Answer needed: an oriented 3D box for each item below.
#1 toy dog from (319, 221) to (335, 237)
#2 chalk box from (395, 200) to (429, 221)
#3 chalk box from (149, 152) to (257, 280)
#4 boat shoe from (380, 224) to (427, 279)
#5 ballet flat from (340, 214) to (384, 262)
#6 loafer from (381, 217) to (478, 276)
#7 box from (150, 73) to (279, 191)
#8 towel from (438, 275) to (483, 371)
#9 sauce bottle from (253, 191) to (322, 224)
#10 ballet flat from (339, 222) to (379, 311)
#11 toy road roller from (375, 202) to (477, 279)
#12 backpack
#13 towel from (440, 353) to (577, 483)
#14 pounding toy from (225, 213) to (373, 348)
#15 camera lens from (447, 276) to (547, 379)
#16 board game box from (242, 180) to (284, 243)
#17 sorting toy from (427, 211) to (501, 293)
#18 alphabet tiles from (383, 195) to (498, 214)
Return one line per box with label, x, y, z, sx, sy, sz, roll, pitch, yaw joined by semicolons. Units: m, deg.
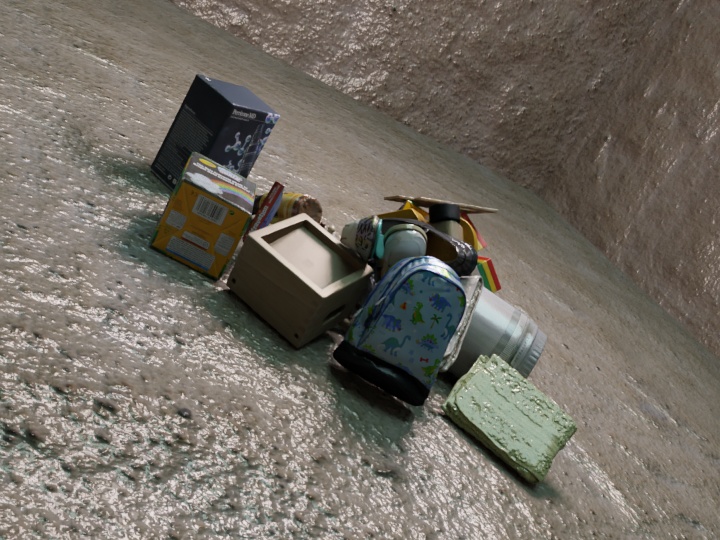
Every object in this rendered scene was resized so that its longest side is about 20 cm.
toy dog;-0.079;-0.063;1.587;0.130;0.097;0.201;27;19;-17
chalk box;0.087;-0.033;1.682;0.123;0.126;0.200;33;-18;-4
chalk box;-0.247;-0.098;1.356;0.123;0.125;0.201;27;18;-14
boat shoe;0.070;-0.004;1.357;0.073;0.201;0.070;0;64;0
ballet flat;0.002;-0.049;1.356;0.072;0.073;0.200;34;-4;7
loafer;0.102;-0.050;1.426;0.197;0.074;0.072;17;-2;27
box;-0.267;-0.237;1.550;0.107;0.202;0.148;39;20;23
towel;0.117;0.083;1.387;0.035;0.131;0.201;62;40;-36
sauce bottle;-0.152;-0.113;1.552;0.065;0.067;0.198;15;-3;-43
ballet flat;0.000;0.000;1.466;0.057;0.065;0.203;77;4;-56
toy road roller;0.117;-0.037;1.539;0.197;0.125;0.146;-8;-14;22
backpack;0.075;0.077;1.260;0.162;0.202;0.154;31;-18;-6
towel;0.240;0.234;1.355;0.199;0.037;0.148;37;56;17
pounding toy;-0.080;0.029;1.330;0.183;0.143;0.199;39;31;15
camera lens;0.211;0.120;1.500;0.198;0.161;0.160;34;18;4
board game box;-0.160;-0.084;1.379;0.019;0.104;0.200;29;-6;-5
sorting toy;0.198;-0.035;1.742;0.199;0.069;0.202;15;-50;66
alphabet tiles;0.152;-0.131;1.673;0.196;0.008;0.167;8;1;-15
